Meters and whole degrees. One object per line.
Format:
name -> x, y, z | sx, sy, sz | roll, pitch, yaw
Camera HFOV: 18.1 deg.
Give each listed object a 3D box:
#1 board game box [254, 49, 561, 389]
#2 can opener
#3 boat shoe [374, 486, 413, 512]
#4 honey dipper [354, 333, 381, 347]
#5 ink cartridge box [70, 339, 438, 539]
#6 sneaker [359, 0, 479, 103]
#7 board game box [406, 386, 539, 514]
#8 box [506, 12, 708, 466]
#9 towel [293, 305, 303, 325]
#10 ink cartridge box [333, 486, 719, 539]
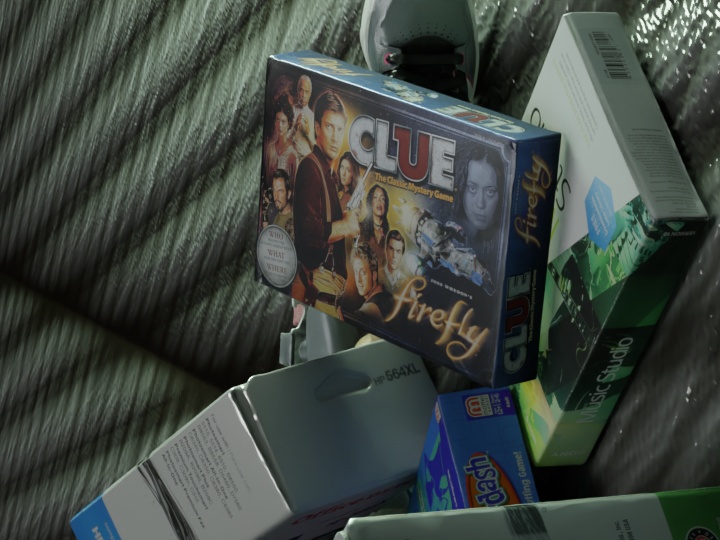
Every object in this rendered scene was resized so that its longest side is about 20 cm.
board game box -> 0.020, -0.032, 1.229 | 0.200, 0.035, 0.136 | 22, 115, 44
can opener -> -0.013, -0.011, 1.462 | 0.067, 0.053, 0.201 | 7, 94, 53
boat shoe -> -0.015, 0.137, 1.471 | 0.074, 0.065, 0.200 | 53, 161, -6
honey dipper -> 0.000, 0.000, 1.396 | 0.038, 0.038, 0.201 | -129, 20, -60
ink cartridge box -> -0.057, 0.128, 1.352 | 0.200, 0.146, 0.085 | -39, 73, 46
sneaker -> 0.042, -0.080, 1.296 | 0.121, 0.083, 0.201 | -122, 27, -63
board game box -> 0.066, 0.178, 1.266 | 0.200, 0.045, 0.153 | 99, 160, -58
box -> 0.112, -0.013, 1.181 | 0.200, 0.036, 0.145 | 107, 153, -46
towel -> -0.006, -0.042, 1.537 | 0.200, 0.023, 0.145 | 163, 107, -68
ink cartridge box -> 0.089, 0.184, 1.018 | 0.083, 0.199, 0.147 | 115, 147, -52
